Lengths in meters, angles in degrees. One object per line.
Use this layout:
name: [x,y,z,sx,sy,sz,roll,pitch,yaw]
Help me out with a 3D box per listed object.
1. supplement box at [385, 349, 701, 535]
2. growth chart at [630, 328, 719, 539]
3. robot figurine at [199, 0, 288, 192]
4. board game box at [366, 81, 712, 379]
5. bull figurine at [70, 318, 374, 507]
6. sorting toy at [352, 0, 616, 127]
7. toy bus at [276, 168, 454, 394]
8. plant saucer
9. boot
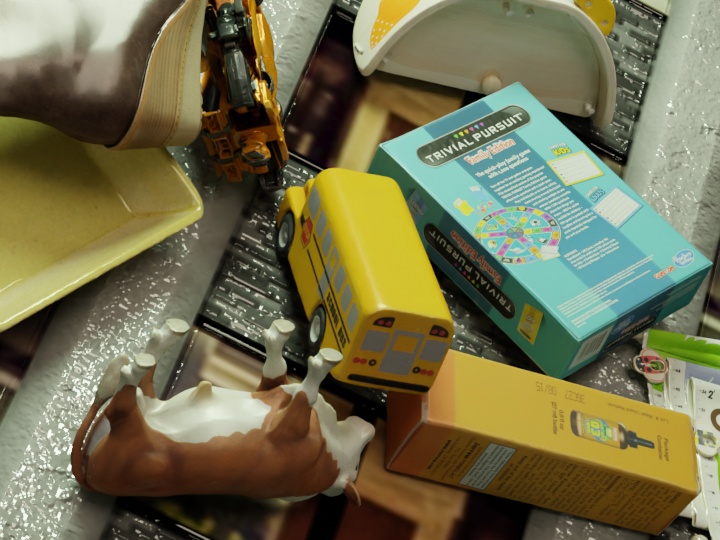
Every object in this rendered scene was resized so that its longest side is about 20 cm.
supplement box: [0.118,0.111,1.651,0.199,0.069,0.067,15,49,-15]
growth chart: [0.259,0.124,1.751,0.144,0.018,0.200,5,52,-26]
robot figurine: [-0.089,-0.147,1.720,0.058,0.145,0.200,-12,54,5]
board game box: [0.122,-0.030,1.770,0.151,0.047,0.200,-26,62,-40]
bull figurine: [-0.073,0.092,1.533,0.199,0.122,0.065,-3,32,-24]
sorting toy: [0.090,-0.209,1.899,0.199,0.107,0.180,11,30,-21]
toy bus: [0.000,0.000,1.640,0.065,0.078,0.200,9,32,-20]
plant saucer: [-0.227,-0.069,1.607,0.200,0.048,0.200,-32,83,-42]
boot: [-0.181,-0.175,1.620,0.166,0.072,0.201,10,62,-33]
